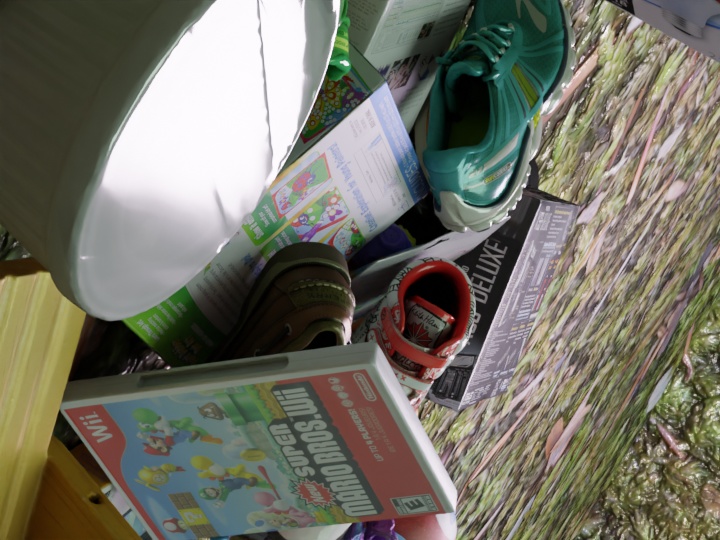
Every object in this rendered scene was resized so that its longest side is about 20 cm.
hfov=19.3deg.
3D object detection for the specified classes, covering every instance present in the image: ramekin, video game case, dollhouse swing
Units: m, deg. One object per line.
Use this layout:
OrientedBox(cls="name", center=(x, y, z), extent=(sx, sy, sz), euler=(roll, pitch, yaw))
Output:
OrientedBox(cls="ramekin", center=(-0.102, -0.086, 0.987), extent=(0.203, 0.094, 0.203), euler=(-50, 161, -23))
OrientedBox(cls="video game case", center=(-0.059, 0.103, 1.231), extent=(0.143, 0.198, 0.018), euler=(62, 29, -42))
OrientedBox(cls="dollhouse swing", center=(-0.172, 0.121, 1.007), extent=(0.199, 0.182, 0.176), euler=(-9, 139, -53))

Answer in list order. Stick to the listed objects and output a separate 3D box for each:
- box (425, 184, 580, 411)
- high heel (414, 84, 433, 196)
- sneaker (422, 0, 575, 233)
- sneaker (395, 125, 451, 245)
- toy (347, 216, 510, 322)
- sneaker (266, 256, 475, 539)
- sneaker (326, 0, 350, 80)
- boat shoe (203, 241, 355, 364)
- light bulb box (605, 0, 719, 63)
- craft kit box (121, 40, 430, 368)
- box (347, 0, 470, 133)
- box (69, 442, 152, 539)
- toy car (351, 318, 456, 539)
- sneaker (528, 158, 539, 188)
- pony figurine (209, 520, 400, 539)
OrientedBox(cls="box", center=(0.097, 0.015, 1.536), extent=(0.200, 0.049, 0.159), euler=(-5, 117, -76))
OrientedBox(cls="high heel", center=(0.088, -0.127, 1.463), extent=(0.096, 0.067, 0.201), euler=(58, 41, -62))
OrientedBox(cls="sneaker", center=(0.085, -0.121, 1.338), extent=(0.080, 0.077, 0.201), euler=(58, 39, -48))
OrientedBox(cls="sneaker", center=(0.056, -0.074, 1.503), extent=(0.201, 0.071, 0.098), euler=(-57, 166, 1))
OrientedBox(cls="toy", center=(0.000, 0.000, 1.418), extent=(0.115, 0.047, 0.200), euler=(-20, 167, -34))
OrientedBox(cls="sneaker", center=(0.006, 0.080, 1.330), extent=(0.202, 0.067, 0.108), euler=(-58, -179, -30))
OrientedBox(cls="sneaker", center=(-0.030, -0.142, 1.112), extent=(0.201, 0.083, 0.074), euler=(-61, 163, 9))
OrientedBox(cls="boat shoe", center=(-0.056, 0.075, 1.260), extent=(0.068, 0.071, 0.201), euler=(-104, -155, -43))
OrientedBox(cls="light bulb box", center=(0.225, -0.252, 1.445), extent=(0.125, 0.197, 0.200), euler=(-57, 163, -7))
OrientedBox(cls="craft kit box", center=(-0.055, -0.026, 1.244), extent=(0.197, 0.049, 0.200), euler=(-44, 162, -5))
OrientedBox(cls="box", center=(0.023, -0.157, 1.327), extent=(0.144, 0.036, 0.201), euler=(-26, 146, -61))
OrientedBox(cls="box", center=(-0.164, 0.153, 1.341), extent=(0.200, 0.041, 0.120), euler=(-35, 153, -57))
OrientedBox(cls="toy car", center=(0.001, 0.121, 1.564), extent=(0.184, 0.176, 0.202), euler=(-39, 145, -73))
OrientedBox(cls="sneaker", center=(0.079, -0.012, 1.671), extent=(0.111, 0.076, 0.201), euler=(12, 104, -63))
OrientedBox(cls="pony figurine", center=(-0.032, 0.175, 1.424), extent=(0.166, 0.192, 0.202), euler=(29, 75, -65))
